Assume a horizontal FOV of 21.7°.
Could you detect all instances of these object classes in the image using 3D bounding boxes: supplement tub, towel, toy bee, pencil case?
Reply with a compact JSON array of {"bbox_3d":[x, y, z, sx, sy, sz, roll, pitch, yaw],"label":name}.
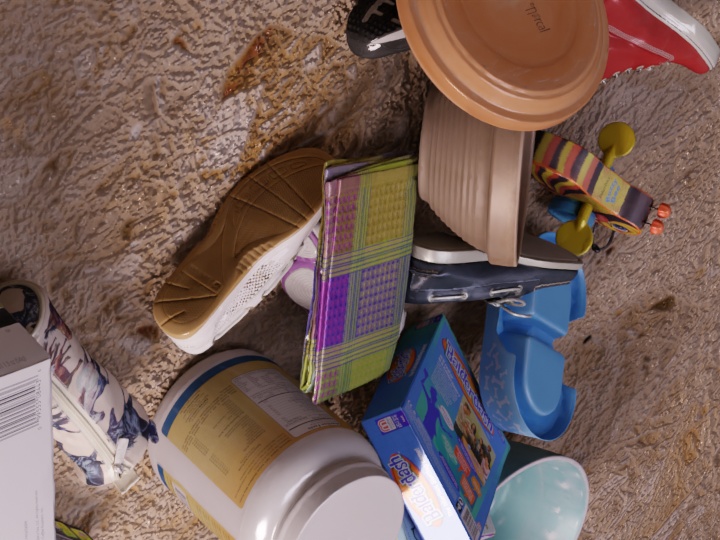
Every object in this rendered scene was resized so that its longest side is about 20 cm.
[{"bbox_3d":[-0.071,0.173,1.587,0.144,0.200,0.146,-25,134,-30],"label":"supplement tub"},{"bbox_3d":[0.000,0.000,1.568,0.143,0.023,0.202,-18,118,-57],"label":"towel"},{"bbox_3d":[0.239,-0.076,1.788,0.199,0.108,0.132,4,98,-50],"label":"toy bee"},{"bbox_3d":[-0.232,0.090,1.456,0.078,0.089,0.200,-44,139,-10],"label":"pencil case"}]

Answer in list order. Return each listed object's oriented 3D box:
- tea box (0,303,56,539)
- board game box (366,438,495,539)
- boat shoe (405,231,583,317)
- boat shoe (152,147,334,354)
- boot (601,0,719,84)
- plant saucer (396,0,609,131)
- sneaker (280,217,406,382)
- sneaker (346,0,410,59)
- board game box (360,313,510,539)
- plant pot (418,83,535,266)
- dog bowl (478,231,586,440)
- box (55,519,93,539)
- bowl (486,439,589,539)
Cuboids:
[{"bbox_3d":[-0.314,0.111,1.302,0.133,0.196,0.202,-20,131,-33],"label":"tea box"},{"bbox_3d":[0.028,0.219,1.733,0.102,0.106,0.200,-26,165,22],"label":"board game box"},{"bbox_3d":[0.118,0.004,1.695,0.199,0.075,0.062,-1,111,-41],"label":"boat shoe"},{"bbox_3d":[-0.089,-0.015,1.545,0.200,0.071,0.069,-46,153,-11],"label":"boat shoe"},{"bbox_3d":[0.241,-0.194,1.742,0.199,0.072,0.145,24,100,-42],"label":"boot"},{"bbox_3d":[0.120,-0.212,1.510,0.199,0.202,0.032,-21,175,-34],"label":"plant saucer"},{"bbox_3d":[-0.011,0.008,1.647,0.100,0.074,0.201,-55,146,-26],"label":"sneaker"},{"bbox_3d":[0.072,-0.209,1.558,0.199,0.074,0.081,-26,135,-30],"label":"sneaker"},{"bbox_3d":[0.072,0.149,1.698,0.153,0.045,0.200,63,22,-14],"label":"board game box"},{"bbox_3d":[0.101,-0.108,1.611,0.201,0.092,0.203,7,90,-83],"label":"plant pot"},{"bbox_3d":[0.162,0.064,1.793,0.111,0.049,0.202,29,62,-47],"label":"dog bowl"},{"bbox_3d":[-0.308,0.240,1.529,0.111,0.035,0.200,-55,141,0],"label":"box"},{"bbox_3d":[0.127,0.250,1.918,0.200,0.105,0.202,-26,134,-31],"label":"bowl"}]
